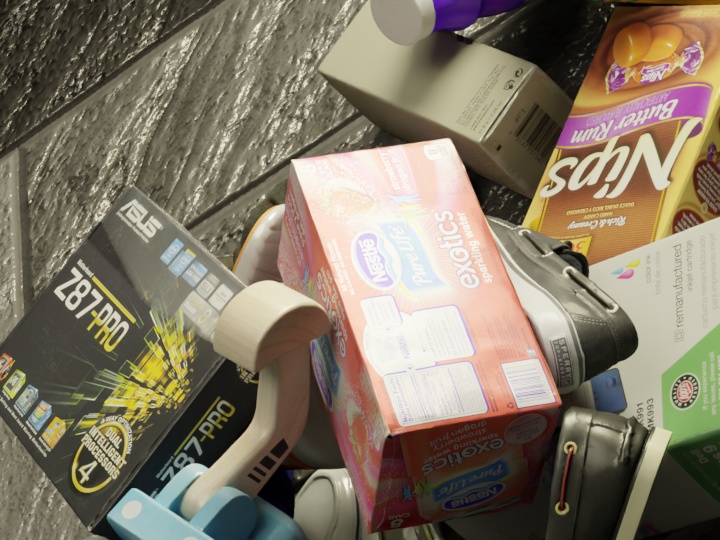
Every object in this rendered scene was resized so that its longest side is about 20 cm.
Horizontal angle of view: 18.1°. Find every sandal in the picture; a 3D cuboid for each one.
[{"bbox_3d":[-0.095,0.028,1.535,0.059,0.079,0.208,34,125,18],"label":"sandal"}]

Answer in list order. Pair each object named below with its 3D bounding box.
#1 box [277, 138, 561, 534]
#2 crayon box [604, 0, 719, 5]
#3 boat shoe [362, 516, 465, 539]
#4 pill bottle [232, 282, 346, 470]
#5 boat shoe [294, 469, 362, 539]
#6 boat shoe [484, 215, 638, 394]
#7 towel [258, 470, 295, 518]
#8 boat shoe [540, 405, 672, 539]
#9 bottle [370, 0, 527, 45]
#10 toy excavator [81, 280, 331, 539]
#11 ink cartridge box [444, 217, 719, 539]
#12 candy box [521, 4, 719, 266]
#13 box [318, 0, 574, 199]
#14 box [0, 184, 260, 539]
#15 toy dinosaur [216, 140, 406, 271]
[{"bbox_3d":[0.027,0.034,1.258,0.102,0.095,0.201,-8,51,-16],"label":"box"},{"bbox_3d":[0.179,-0.230,1.494,0.126,0.198,0.052,-106,22,-49],"label":"crayon box"},{"bbox_3d":[0.039,0.107,1.413,0.060,0.072,0.203,-22,53,31],"label":"boat shoe"},{"bbox_3d":[-0.081,0.068,1.414,0.199,0.114,0.115,-6,56,44],"label":"pill bottle"},{"bbox_3d":[-0.048,0.205,1.419,0.073,0.067,0.201,-6,56,40],"label":"boat shoe"},{"bbox_3d":[0.103,0.009,1.299,0.066,0.071,0.200,-17,21,-11],"label":"boat shoe"},{"bbox_3d":[-0.111,0.158,1.437,0.147,0.050,0.200,-29,9,3],"label":"towel"},{"bbox_3d":[0.113,0.169,1.237,0.074,0.063,0.203,-49,-26,-68],"label":"boat shoe"},{"bbox_3d":[0.088,-0.214,1.553,0.083,0.066,0.200,19,40,37],"label":"bottle"},{"bbox_3d":[-0.073,0.130,1.248,0.099,0.195,0.200,24,64,39],"label":"toy excavator"},{"bbox_3d":[0.150,0.076,1.319,0.199,0.087,0.146,-22,47,33],"label":"ink cartridge box"},{"bbox_3d":[0.183,-0.072,1.431,0.116,0.056,0.201,4,64,45],"label":"candy box"},{"bbox_3d":[0.063,-0.119,1.562,0.069,0.082,0.200,-54,40,-5],"label":"box"},{"bbox_3d":[-0.135,0.056,1.347,0.161,0.049,0.200,-49,37,0],"label":"box"},{"bbox_3d":[-0.048,-0.027,1.597,0.102,0.077,0.201,31,86,41],"label":"toy dinosaur"}]
